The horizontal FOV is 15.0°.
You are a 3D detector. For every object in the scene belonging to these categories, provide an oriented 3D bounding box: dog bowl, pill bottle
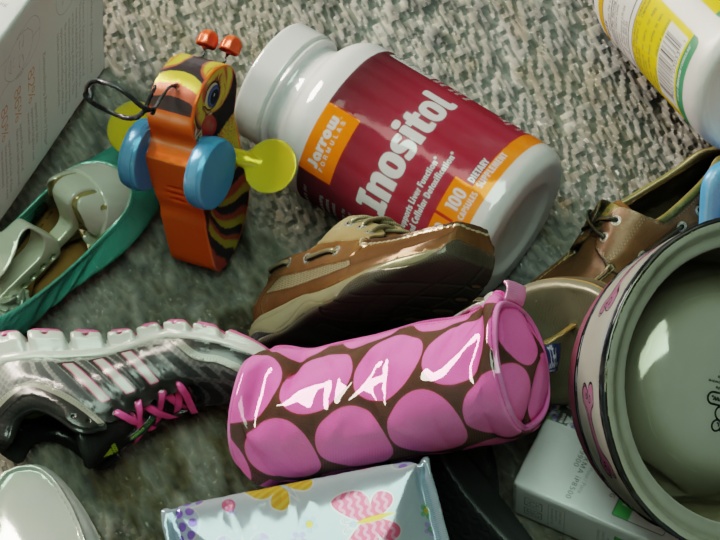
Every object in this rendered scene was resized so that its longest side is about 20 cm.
[{"bbox_3d":[0.212,0.068,1.622,0.200,0.074,0.200,1,88,-26],"label":"dog bowl"},{"bbox_3d":[0.021,-0.076,1.781,0.200,0.113,0.113,31,68,17],"label":"pill bottle"},{"bbox_3d":[0.222,-0.171,1.796,0.113,0.113,0.200,-24,40,-10],"label":"pill bottle"}]

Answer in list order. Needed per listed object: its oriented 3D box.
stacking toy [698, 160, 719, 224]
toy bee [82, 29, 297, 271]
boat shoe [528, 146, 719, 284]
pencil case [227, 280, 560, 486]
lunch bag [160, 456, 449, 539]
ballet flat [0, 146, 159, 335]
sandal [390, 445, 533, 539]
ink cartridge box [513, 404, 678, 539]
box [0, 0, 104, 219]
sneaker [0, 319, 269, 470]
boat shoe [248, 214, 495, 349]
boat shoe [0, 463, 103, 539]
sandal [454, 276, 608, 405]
[{"bbox_3d":[0.308,-0.002,1.682,0.116,0.110,0.200,-19,28,-29],"label":"stacking toy"},{"bbox_3d":[-0.099,-0.092,1.744,0.131,0.200,0.109,27,65,5],"label":"toy bee"},{"bbox_3d":[0.166,-0.016,1.756,0.200,0.068,0.072,-30,29,-21],"label":"boat shoe"},{"bbox_3d":[0.016,0.070,1.642,0.200,0.091,0.094,-13,76,26],"label":"pencil case"},{"bbox_3d":[-0.017,0.224,1.621,0.170,0.127,0.200,-10,83,-2],"label":"lunch bag"},{"bbox_3d":[-0.199,-0.021,1.786,0.067,0.070,0.200,36,70,19],"label":"ballet flat"},{"bbox_3d":[0.061,0.131,1.706,0.048,0.075,0.200,-21,69,-37],"label":"sandal"},{"bbox_3d":[0.206,0.135,1.699,0.200,0.050,0.109,23,66,14],"label":"ink cartridge box"},{"bbox_3d":[-0.252,-0.144,1.777,0.106,0.152,0.200,17,45,11],"label":"box"},{"bbox_3d":[-0.148,0.085,1.730,0.200,0.074,0.087,-2,62,7],"label":"sneaker"},{"bbox_3d":[0.000,0.000,1.709,0.200,0.076,0.074,-22,57,43],"label":"boat shoe"},{"bbox_3d":[-0.183,0.200,1.673,0.075,0.068,0.200,-20,64,-8],"label":"boat shoe"},{"bbox_3d":[0.078,0.047,1.698,0.200,0.054,0.080,0,102,37],"label":"sandal"}]
